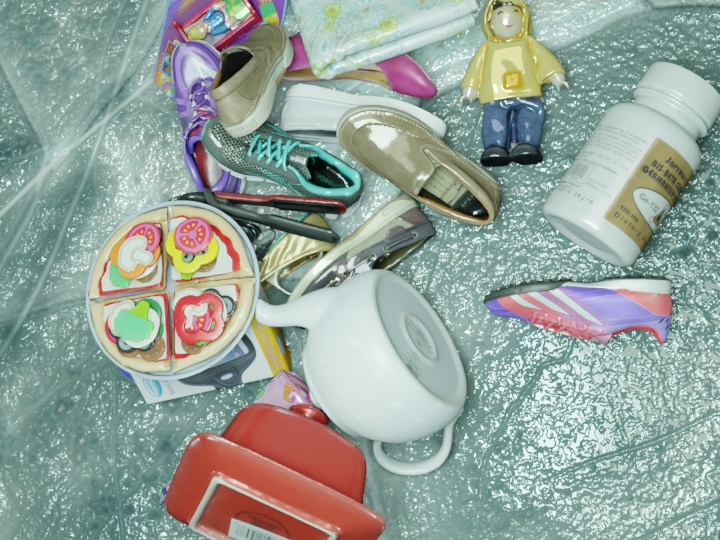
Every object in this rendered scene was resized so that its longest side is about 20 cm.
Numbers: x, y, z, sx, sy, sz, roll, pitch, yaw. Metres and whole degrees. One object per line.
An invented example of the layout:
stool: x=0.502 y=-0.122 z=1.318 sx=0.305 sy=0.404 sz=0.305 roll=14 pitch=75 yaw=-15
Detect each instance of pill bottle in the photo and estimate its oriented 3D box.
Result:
pill bottle: x=0.294 y=-0.115 z=1.086 sx=0.114 sy=0.114 sz=0.200 roll=34 pitch=88 yaw=14

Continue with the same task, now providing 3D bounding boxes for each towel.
towel: x=0.022 y=-0.314 z=1.168 sx=0.200 sy=0.048 sz=0.171 roll=-19 pitch=51 yaw=3

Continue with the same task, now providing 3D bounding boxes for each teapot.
teapot: x=0.010 y=0.108 z=1.082 sx=0.146 sy=0.197 sz=0.200 roll=-35 pitch=61 yaw=22

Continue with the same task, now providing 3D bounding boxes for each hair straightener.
hair straightener: x=-0.119 y=-0.051 z=1.132 sx=0.199 sy=0.041 sz=0.077 roll=8 pitch=76 yaw=4

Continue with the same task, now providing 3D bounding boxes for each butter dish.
butter dish: x=-0.074 y=0.200 z=1.025 sx=0.200 sy=0.200 sz=0.148 roll=25 pitch=49 yaw=-4

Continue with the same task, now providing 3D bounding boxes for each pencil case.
pencil case: x=-0.128 y=0.201 z=1.133 sx=0.200 sy=0.087 sz=0.087 roll=-44 pitch=76 yaw=3

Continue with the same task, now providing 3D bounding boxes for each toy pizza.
toy pizza: x=-0.206 y=0.017 z=1.095 sx=0.200 sy=0.032 sz=0.201 roll=-3 pitch=75 yaw=12

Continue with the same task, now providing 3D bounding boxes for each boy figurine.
boy figurine: x=0.175 y=-0.220 z=1.154 sx=0.124 sy=0.064 sz=0.201 roll=0 pitch=84 yaw=14

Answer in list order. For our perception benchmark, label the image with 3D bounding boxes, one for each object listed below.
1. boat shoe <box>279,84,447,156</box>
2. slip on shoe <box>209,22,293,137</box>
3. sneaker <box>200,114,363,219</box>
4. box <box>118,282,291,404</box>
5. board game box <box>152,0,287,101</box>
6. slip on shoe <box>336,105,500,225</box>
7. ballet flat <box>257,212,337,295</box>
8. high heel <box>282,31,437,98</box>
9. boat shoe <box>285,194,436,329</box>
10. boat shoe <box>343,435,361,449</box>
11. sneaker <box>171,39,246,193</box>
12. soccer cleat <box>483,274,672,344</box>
boat shoe: x=-0.002 y=-0.163 z=1.172 sx=0.199 sy=0.072 sz=0.069 roll=15 pitch=80 yaw=13
slip on shoe: x=-0.128 y=-0.230 z=1.142 sx=0.076 sy=0.061 sz=0.200 roll=-19 pitch=38 yaw=27
sneaker: x=-0.080 y=-0.127 z=1.141 sx=0.200 sy=0.091 sz=0.078 roll=22 pitch=80 yaw=-12
box: x=-0.191 y=0.084 z=1.150 sx=0.199 sy=0.119 sz=0.042 roll=-15 pitch=35 yaw=7
board game box: x=-0.177 y=-0.296 z=1.246 sx=0.158 sy=0.039 sz=0.201 roll=8 pitch=83 yaw=12
slip on shoe: x=0.064 y=-0.110 z=1.111 sx=0.200 sy=0.061 sz=0.076 roll=32 pitch=118 yaw=-12
ballet flat: x=-0.110 y=0.015 z=1.169 sx=0.200 sy=0.069 sz=0.063 roll=-40 pitch=83 yaw=3
high heel: x=-0.010 y=-0.225 z=1.183 sx=0.200 sy=0.067 sz=0.096 roll=33 pitch=78 yaw=19
boat shoe: x=0.000 y=0.000 z=1.148 sx=0.200 sy=0.072 sz=0.065 roll=-42 pitch=71 yaw=-4
boat shoe: x=-0.067 y=0.270 z=1.120 sx=0.075 sy=0.062 sz=0.200 roll=38 pitch=89 yaw=16
sneaker: x=-0.178 y=-0.175 z=1.192 sx=0.080 sy=0.083 sz=0.201 roll=-14 pitch=88 yaw=6
soccer cleat: x=0.233 y=0.045 z=1.098 sx=0.199 sy=0.068 sz=0.073 roll=-3 pitch=84 yaw=8
